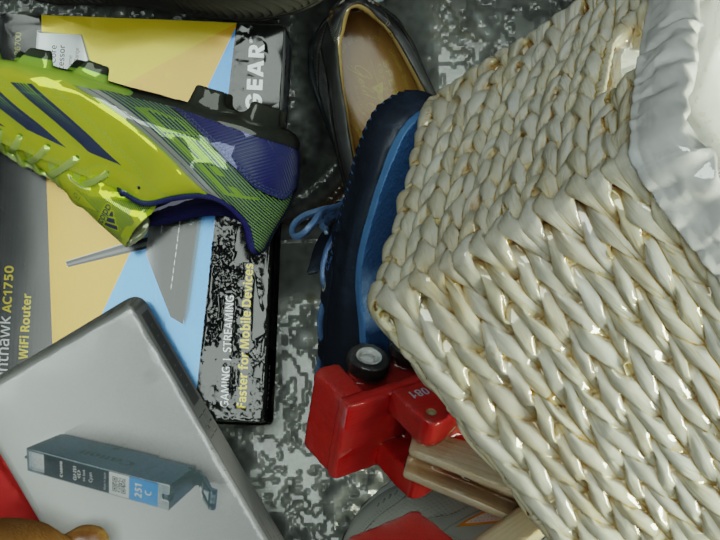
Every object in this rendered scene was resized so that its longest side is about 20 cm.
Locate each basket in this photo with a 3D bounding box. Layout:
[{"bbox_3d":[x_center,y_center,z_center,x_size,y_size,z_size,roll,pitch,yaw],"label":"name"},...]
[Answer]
[{"bbox_3d":[0.125,-0.001,0.949,0.160,0.199,0.200,-27,113,26],"label":"basket"}]

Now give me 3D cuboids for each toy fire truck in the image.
[{"bbox_3d":[0.049,0.088,1.042,0.199,0.049,0.141,-16,43,-33],"label":"toy fire truck"}]

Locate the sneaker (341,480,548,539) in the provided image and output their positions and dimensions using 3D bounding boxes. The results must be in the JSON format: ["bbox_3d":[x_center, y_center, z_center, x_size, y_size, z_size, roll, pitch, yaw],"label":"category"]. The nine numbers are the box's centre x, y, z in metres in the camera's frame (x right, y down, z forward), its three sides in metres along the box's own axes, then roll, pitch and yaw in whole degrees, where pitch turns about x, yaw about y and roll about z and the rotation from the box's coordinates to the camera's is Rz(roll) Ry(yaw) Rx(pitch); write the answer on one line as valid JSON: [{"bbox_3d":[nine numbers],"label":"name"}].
[{"bbox_3d":[0.073,0.134,1.082,0.198,0.092,0.076,-7,103,27],"label":"sneaker"}]

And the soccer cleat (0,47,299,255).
[{"bbox_3d":[-0.128,-0.058,1.105,0.198,0.065,0.084,13,92,6],"label":"soccer cleat"}]

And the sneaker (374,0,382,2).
[{"bbox_3d":[-0.042,-0.229,1.166,0.074,0.082,0.200,-41,83,-3],"label":"sneaker"}]

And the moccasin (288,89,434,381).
[{"bbox_3d":[0.000,0.000,1.094,0.080,0.201,0.068,-16,41,-37],"label":"moccasin"}]

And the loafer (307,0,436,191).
[{"bbox_3d":[0.023,-0.042,1.144,0.072,0.072,0.201,-25,83,-2],"label":"loafer"}]

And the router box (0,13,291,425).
[{"bbox_3d":[-0.113,-0.025,1.158,0.148,0.051,0.202,2,84,3],"label":"router box"}]

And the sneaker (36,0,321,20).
[{"bbox_3d":[-0.098,-0.190,1.145,0.198,0.075,0.107,8,79,26],"label":"sneaker"}]

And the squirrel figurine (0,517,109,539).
[{"bbox_3d":[-0.141,0.209,1.038,0.199,0.141,0.188,0,88,48],"label":"squirrel figurine"}]

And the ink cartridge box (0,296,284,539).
[{"bbox_3d":[-0.133,0.143,1.114,0.175,0.045,0.201,-30,94,6],"label":"ink cartridge box"}]
